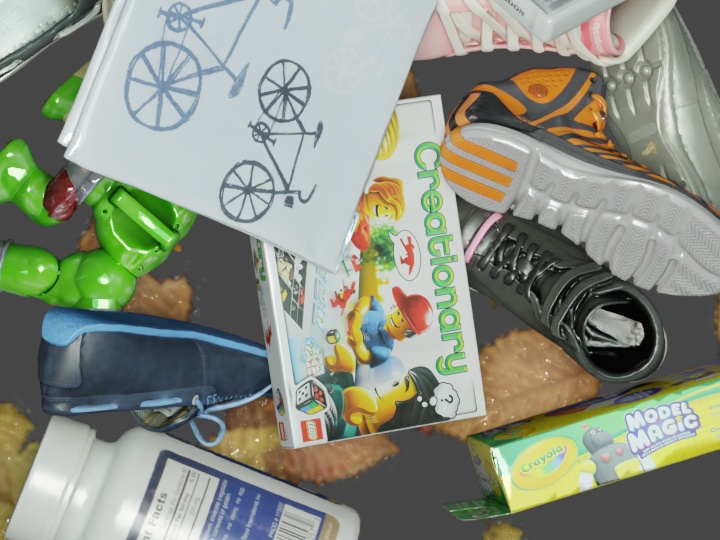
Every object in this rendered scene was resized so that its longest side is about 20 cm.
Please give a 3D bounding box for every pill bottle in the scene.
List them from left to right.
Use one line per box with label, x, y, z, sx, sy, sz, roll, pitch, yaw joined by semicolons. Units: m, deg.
pill bottle;-0.110;0.162;1.672;0.200;0.111;0.111;22;88;-5

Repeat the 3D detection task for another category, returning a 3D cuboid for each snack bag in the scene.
snack bag;-0.059;-0.118;1.602;0.200;0.021;0.189;23;84;-30

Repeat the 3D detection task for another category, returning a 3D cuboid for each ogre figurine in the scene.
ogre figurine;-0.158;-0.049;1.672;0.120;0.098;0.200;40;69;4

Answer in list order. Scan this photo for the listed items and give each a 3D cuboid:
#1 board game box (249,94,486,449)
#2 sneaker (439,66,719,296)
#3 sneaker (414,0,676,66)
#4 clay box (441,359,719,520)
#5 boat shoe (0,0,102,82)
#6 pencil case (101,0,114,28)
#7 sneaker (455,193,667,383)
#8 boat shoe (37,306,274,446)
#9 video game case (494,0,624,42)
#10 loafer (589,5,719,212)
board game box;0.000;0.000;1.668;0.126;0.035;0.201;-9;92;-17
sneaker;0.152;-0.066;1.673;0.200;0.112;0.078;27;131;-2
sneaker;0.103;-0.163;1.678;0.200;0.075;0.105;-22;48;4
clay box;0.146;0.104;1.695;0.199;0.115;0.048;-16;91;-6
boat shoe;-0.187;-0.178;1.687;0.076;0.060;0.200;45;87;-4
pencil case;-0.058;-0.190;1.659;0.200;0.089;0.078;-31;113;-25
sneaker;0.113;0.001;1.698;0.200;0.099;0.071;36;89;-3
boat shoe;-0.125;0.064;1.654;0.200;0.084;0.069;10;94;-44
video game case;0.119;-0.233;1.651;0.200;0.023;0.182;-30;61;-32
loafer;0.197;-0.096;1.729;0.070;0.070;0.201;-8;82;-46
